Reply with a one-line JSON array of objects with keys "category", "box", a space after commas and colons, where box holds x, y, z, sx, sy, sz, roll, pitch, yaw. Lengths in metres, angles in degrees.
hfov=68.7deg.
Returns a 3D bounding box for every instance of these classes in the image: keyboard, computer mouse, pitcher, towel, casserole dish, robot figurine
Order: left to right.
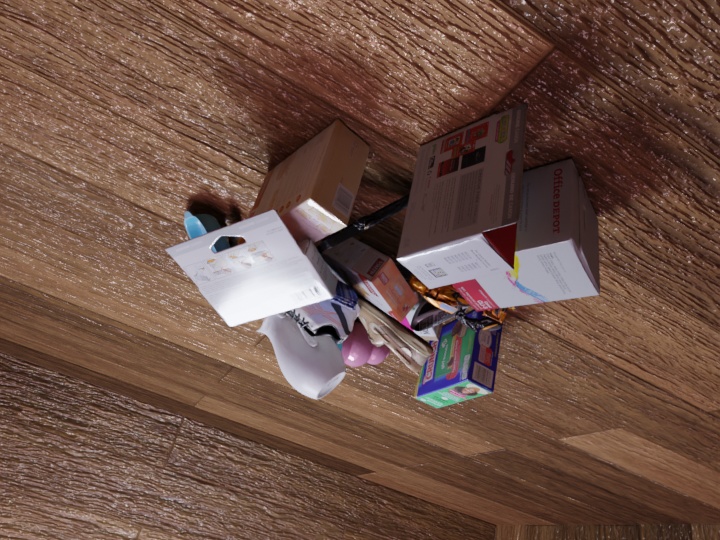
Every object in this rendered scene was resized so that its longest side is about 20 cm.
[{"category": "casserole dish", "box": [-0.290, -0.033, 1.059, 0.120, 0.039, 0.203, -2, 115, 56]}, {"category": "towel", "box": [-0.102, 0.016, 0.908, 0.197, 0.024, 0.145, 20, -172, -9]}, {"category": "pitcher", "box": [-0.117, 0.144, 1.052, 0.200, 0.120, 0.173, 47, 149, 19]}, {"category": "keyboard", "box": [0.028, -0.082, 0.791, 0.021, 0.198, 0.127, 61, 158, -5]}, {"category": "computer mouse", "box": [0.180, 0.056, 1.012, 0.197, 0.044, 0.110, -21, 153, -6]}, {"category": "robot figurine", "box": [0.190, 0.025, 0.938, 0.197, 0.147, 0.058, 24, -173, 4]}]

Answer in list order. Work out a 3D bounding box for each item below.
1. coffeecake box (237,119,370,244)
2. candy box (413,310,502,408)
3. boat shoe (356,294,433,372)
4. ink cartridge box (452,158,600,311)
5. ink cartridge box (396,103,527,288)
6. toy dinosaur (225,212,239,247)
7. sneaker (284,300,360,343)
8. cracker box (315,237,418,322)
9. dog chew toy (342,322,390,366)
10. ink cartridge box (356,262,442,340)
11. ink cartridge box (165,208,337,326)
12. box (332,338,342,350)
[{"category": "coffeecake box", "box": [-0.090, -0.114, 0.814, 0.073, 0.155, 0.199, 34, 144, -29]}, {"category": "candy box", "box": [0.215, 0.199, 1.166, 0.076, 0.171, 0.200, 27, 147, -15]}, {"category": "boat shoe", "box": [0.042, 0.115, 1.004, 0.199, 0.065, 0.071, 36, -173, 15]}, {"category": "ink cartridge box", "box": [0.242, -0.044, 0.792, 0.198, 0.147, 0.145, -11, 141, 36]}, {"category": "ink cartridge box", "box": [0.153, -0.095, 0.695, 0.174, 0.203, 0.084, -15, 139, 41]}, {"category": "toy dinosaur", "box": [-0.249, -0.044, 1.080, 0.089, 0.047, 0.200, 59, 154, 14]}, {"category": "sneaker", "box": [-0.101, 0.070, 0.956, 0.197, 0.081, 0.074, 17, 150, 1]}, {"category": "cracker box", "box": [0.000, 0.000, 0.963, 0.199, 0.058, 0.134, 30, 164, 43]}, {"category": "dog chew toy", "box": [-0.022, 0.178, 1.290, 0.197, 0.126, 0.125, 13, 150, -15]}, {"category": "ink cartridge box", "box": [0.073, 0.069, 1.113, 0.162, 0.076, 0.201, 0, 145, 25]}, {"category": "ink cartridge box", "box": [-0.160, -0.006, 0.787, 0.197, 0.044, 0.175, -16, 126, 21]}, {"category": "box", "box": [-0.078, 0.119, 1.129, 0.082, 0.049, 0.202, 33, 140, 21]}]
